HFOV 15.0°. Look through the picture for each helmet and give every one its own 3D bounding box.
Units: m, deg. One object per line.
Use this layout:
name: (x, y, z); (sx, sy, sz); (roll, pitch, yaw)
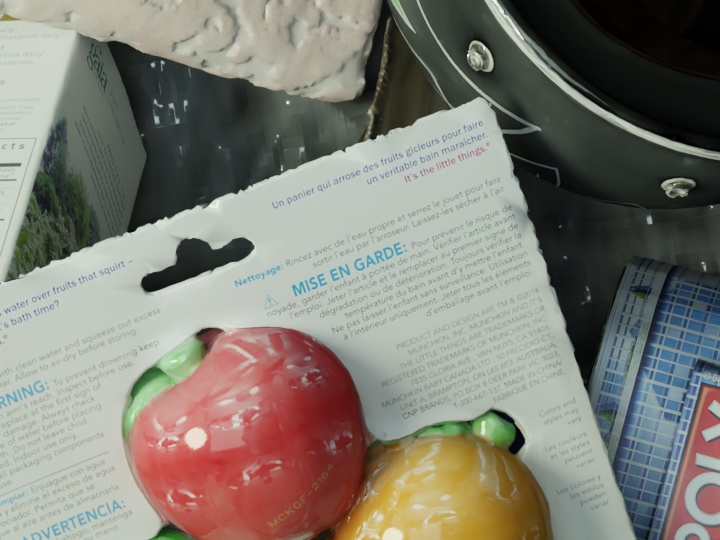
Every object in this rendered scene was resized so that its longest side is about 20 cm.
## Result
helmet: (0.093, -0.120, 0.840); (0.200, 0.200, 0.191); (25, 118, 9)

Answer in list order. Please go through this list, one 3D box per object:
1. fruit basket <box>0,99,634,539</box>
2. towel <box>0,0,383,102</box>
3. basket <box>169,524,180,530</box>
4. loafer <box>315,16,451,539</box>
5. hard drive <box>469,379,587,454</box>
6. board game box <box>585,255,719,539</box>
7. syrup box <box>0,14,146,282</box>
fruit basket: (-0.018, 0.071, 0.804); (0.185, 0.094, 0.200); (-22, 103, -7)
towel: (-0.064, -0.167, 0.894); (0.200, 0.032, 0.191); (14, 93, -27)
basket: (-0.148, 0.168, 0.925); (0.200, 0.123, 0.136); (-17, 89, 18)
loafer: (0.000, 0.000, 0.908); (0.071, 0.073, 0.200); (6, 72, 19)
hard drive: (0.068, 0.103, 0.940); (0.200, 0.025, 0.132); (10, 95, 11)
board game box: (0.109, 0.104, 0.888); (0.200, 0.062, 0.200); (14, 95, 9)
syrup box: (-0.133, 0.003, 0.889); (0.081, 0.200, 0.079); (-3, 135, 12)
